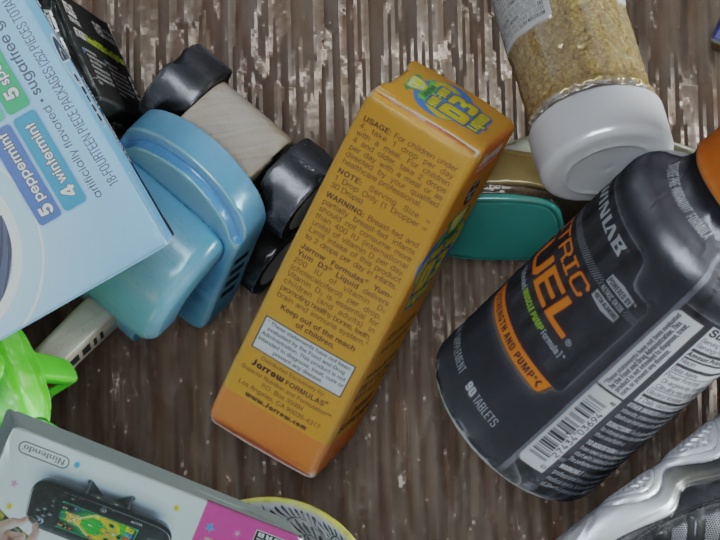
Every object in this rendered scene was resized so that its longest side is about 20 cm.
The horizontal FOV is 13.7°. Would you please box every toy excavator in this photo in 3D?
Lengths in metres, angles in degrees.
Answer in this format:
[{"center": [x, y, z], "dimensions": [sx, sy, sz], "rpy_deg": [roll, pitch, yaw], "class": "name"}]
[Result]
[{"center": [-0.124, 0.010, 1.501], "dimensions": [0.100, 0.194, 0.200], "rpy_deg": [42, 61, 9], "class": "toy excavator"}]

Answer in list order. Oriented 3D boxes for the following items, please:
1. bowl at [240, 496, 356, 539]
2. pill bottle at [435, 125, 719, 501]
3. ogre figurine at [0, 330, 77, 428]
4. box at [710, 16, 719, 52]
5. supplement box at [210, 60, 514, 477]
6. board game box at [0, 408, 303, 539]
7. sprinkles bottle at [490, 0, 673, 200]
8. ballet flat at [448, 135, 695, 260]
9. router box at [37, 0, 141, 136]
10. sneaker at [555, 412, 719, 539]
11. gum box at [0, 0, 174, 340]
[{"center": [-0.033, 0.219, 1.447], "dimensions": [0.201, 0.094, 0.201], "rpy_deg": [-18, 60, 36], "class": "bowl"}, {"center": [0.136, 0.014, 1.441], "dimensions": [0.106, 0.106, 0.200], "rpy_deg": [50, 118, 9], "class": "pill bottle"}, {"center": [-0.206, 0.067, 1.442], "dimensions": [0.120, 0.098, 0.200], "rpy_deg": [-30, 50, 14], "class": "ogre figurine"}, {"center": [0.293, -0.129, 1.518], "dimensions": [0.200, 0.032, 0.121], "rpy_deg": [24, 86, 9], "class": "box"}, {"center": [0.000, 0.000, 1.475], "dimensions": [0.069, 0.067, 0.200], "rpy_deg": [29, 115, 9], "class": "supplement box"}, {"center": [-0.132, 0.185, 1.374], "dimensions": [0.148, 0.064, 0.200], "rpy_deg": [22, 91, -11], "class": "board game box"}, {"center": [0.099, -0.135, 1.491], "dimensions": [0.068, 0.068, 0.200], "rpy_deg": [-16, 63, 4], "class": "sprinkles bottle"}, {"center": [0.110, -0.038, 1.520], "dimensions": [0.200, 0.069, 0.063], "rpy_deg": [5, 56, 4], "class": "ballet flat"}, {"center": [-0.193, -0.075, 1.476], "dimensions": [0.150, 0.200, 0.062], "rpy_deg": [-25, 89, 3], "class": "router box"}, {"center": [0.172, 0.144, 1.463], "dimensions": [0.200, 0.075, 0.114], "rpy_deg": [-36, 83, -15], "class": "sneaker"}, {"center": [-0.213, -0.037, 1.355], "dimensions": [0.200, 0.045, 0.170], "rpy_deg": [-29, 96, 4], "class": "gum box"}]
